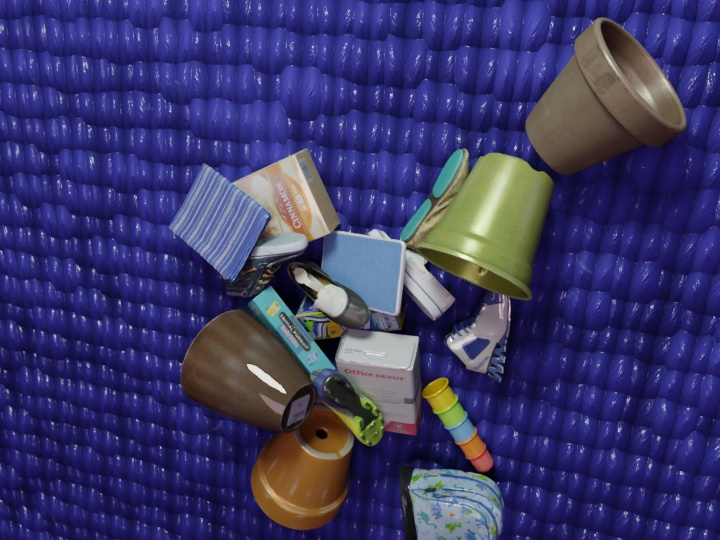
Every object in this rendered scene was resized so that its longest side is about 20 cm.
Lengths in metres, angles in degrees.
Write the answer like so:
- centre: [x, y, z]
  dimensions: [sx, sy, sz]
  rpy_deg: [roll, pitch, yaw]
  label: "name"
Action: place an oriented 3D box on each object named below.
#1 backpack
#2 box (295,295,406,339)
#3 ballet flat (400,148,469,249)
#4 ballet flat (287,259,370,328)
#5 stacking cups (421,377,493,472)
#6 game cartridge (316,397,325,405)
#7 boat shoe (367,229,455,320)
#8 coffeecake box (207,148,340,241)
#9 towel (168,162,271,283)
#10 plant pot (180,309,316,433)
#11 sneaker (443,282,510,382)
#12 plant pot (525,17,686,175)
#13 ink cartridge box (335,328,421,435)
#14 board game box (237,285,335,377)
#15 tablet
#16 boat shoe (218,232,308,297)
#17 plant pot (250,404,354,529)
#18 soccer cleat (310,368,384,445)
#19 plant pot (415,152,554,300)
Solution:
- centre: [0.179, 0.467, 1.188]
  dimensions: [0.198, 0.154, 0.165]
  rpy_deg: [-5, 101, 4]
  label: "backpack"
- centre: [-0.018, 0.080, 1.169]
  dimensions: [0.198, 0.070, 0.065]
  rpy_deg: [-8, 122, 19]
  label: "box"
- centre: [0.145, -0.117, 1.068]
  dimensions: [0.070, 0.071, 0.201]
  rpy_deg: [34, 114, 2]
  label: "ballet flat"
- centre: [-0.069, 0.042, 1.117]
  dimensions: [0.199, 0.068, 0.068]
  rpy_deg: [34, 98, 36]
  label: "ballet flat"
- centre: [0.192, 0.309, 1.203]
  dimensions: [0.060, 0.061, 0.201]
  rpy_deg: [-26, 102, 22]
  label: "stacking cups"
- centre: [-0.145, 0.244, 1.225]
  dimensions: [0.198, 0.129, 0.039]
  rpy_deg: [-1, 76, 28]
  label: "game cartridge"
- centre: [0.094, -0.004, 1.122]
  dimensions: [0.065, 0.074, 0.200]
  rpy_deg: [-39, 89, -7]
  label: "boat shoe"
- centre: [-0.162, -0.114, 1.147]
  dimensions: [0.199, 0.073, 0.155]
  rpy_deg: [-20, 103, 22]
  label: "coffeecake box"
- centre: [-0.257, -0.087, 1.101]
  dimensions: [0.199, 0.024, 0.146]
  rpy_deg: [37, 101, 28]
  label: "towel"
- centre: [-0.181, 0.197, 1.088]
  dimensions: [0.199, 0.186, 0.189]
  rpy_deg: [26, 115, 28]
  label: "plant pot"
- centre: [0.211, 0.107, 1.112]
  dimensions: [0.114, 0.081, 0.201]
  rpy_deg: [6, 112, 12]
  label: "sneaker"
- centre: [0.346, -0.235, 0.908]
  dimensions: [0.200, 0.200, 0.174]
  rpy_deg: [48, 131, -4]
  label: "plant pot"
- centre: [0.040, 0.212, 1.162]
  dimensions: [0.144, 0.085, 0.201]
  rpy_deg: [5, 134, 14]
  label: "ink cartridge box"
- centre: [-0.151, 0.134, 1.200]
  dimensions: [0.201, 0.047, 0.151]
  rpy_deg: [52, 154, -6]
  label: "board game box"
- centre: [0.000, 0.000, 1.113]
  dimensions: [0.199, 0.014, 0.132]
  rpy_deg: [11, 99, 42]
  label: "tablet"
- centre: [-0.173, -0.009, 1.116]
  dimensions: [0.198, 0.071, 0.092]
  rpy_deg: [-8, 110, 26]
  label: "boat shoe"
- centre: [-0.099, 0.372, 1.212]
  dimensions: [0.199, 0.200, 0.184]
  rpy_deg: [27, 125, 5]
  label: "plant pot"
- centre: [-0.022, 0.249, 1.131]
  dimensions: [0.083, 0.065, 0.201]
  rpy_deg: [17, 149, 53]
  label: "soccer cleat"
- centre: [0.215, -0.078, 0.982]
  dimensions: [0.199, 0.200, 0.186]
  rpy_deg: [24, 86, 7]
  label: "plant pot"
